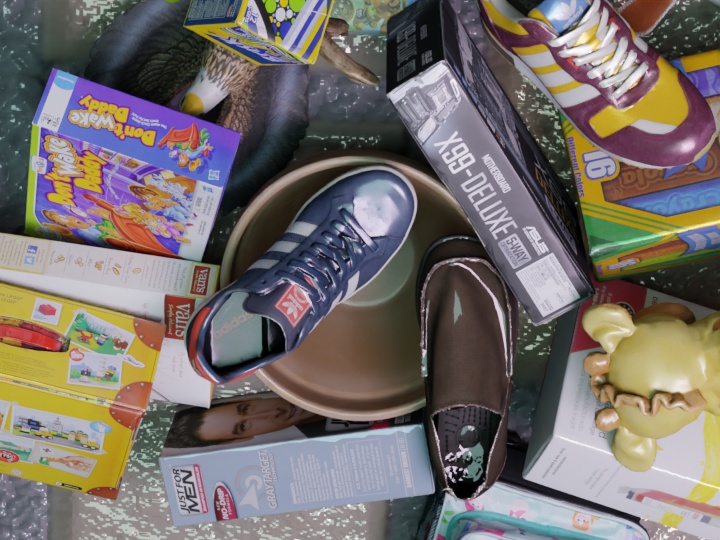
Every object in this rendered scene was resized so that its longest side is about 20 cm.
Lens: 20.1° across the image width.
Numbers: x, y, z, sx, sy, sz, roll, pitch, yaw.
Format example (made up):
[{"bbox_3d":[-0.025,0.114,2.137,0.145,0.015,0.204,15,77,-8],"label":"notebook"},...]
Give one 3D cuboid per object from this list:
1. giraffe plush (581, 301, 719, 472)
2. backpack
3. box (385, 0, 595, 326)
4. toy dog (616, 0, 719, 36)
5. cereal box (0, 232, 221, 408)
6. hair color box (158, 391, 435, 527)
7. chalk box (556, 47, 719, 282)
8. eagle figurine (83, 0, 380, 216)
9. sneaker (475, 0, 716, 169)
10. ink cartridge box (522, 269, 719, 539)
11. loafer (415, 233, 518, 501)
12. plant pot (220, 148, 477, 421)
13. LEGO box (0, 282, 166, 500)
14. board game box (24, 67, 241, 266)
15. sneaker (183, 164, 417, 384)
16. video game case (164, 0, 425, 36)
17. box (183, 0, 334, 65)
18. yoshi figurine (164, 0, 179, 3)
[{"bbox_3d":[0.238,0.067,1.371,0.161,0.200,0.174,-9,86,19],"label":"giraffe plush"},{"bbox_3d":[0.119,0.251,1.549,0.176,0.151,0.201,16,114,-4],"label":"backpack"},{"bbox_3d":[0.088,-0.080,1.412,0.050,0.158,0.200,-29,110,14],"label":"box"},{"bbox_3d":[0.180,-0.230,1.396,0.199,0.096,0.133,0,110,4],"label":"toy dog"},{"bbox_3d":[-0.204,0.036,1.509,0.199,0.040,0.144,9,143,1],"label":"cereal box"},{"bbox_3d":[-0.044,0.134,1.537,0.199,0.099,0.061,-9,109,6],"label":"hair color box"},{"bbox_3d":[0.246,-0.078,1.410,0.199,0.125,0.125,-12,78,9],"label":"chalk box"},{"bbox_3d":[-0.097,-0.142,1.432,0.150,0.200,0.152,-17,77,-31],"label":"eagle figurine"},{"bbox_3d":[0.147,-0.143,1.332,0.200,0.090,0.075,39,81,23],"label":"sneaker"},{"bbox_3d":[0.234,0.104,1.478,0.199,0.146,0.084,18,149,-4],"label":"ink cartridge box"},{"bbox_3d":[0.079,0.073,1.427,0.072,0.071,0.201,-5,110,3],"label":"loafer"},{"bbox_3d":[0.000,0.000,1.489,0.199,0.093,0.202,1,110,2],"label":"plant pot"},{"bbox_3d":[-0.255,0.082,1.479,0.199,0.078,0.149,15,146,-7],"label":"LEGO box"},{"bbox_3d":[-0.165,-0.060,1.435,0.134,0.200,0.045,19,67,-3],"label":"board game box"},{"bbox_3d":[-0.039,0.009,1.397,0.200,0.085,0.075,-43,102,9],"label":"sneaker"},{"bbox_3d":[-0.039,-0.241,1.448,0.199,0.018,0.144,4,109,3],"label":"video game case"},{"bbox_3d":[-0.043,-0.237,1.309,0.070,0.064,0.201,24,79,-38],"label":"box"},{"bbox_3d":[-0.115,-0.281,1.344,0.112,0.112,0.201,3,82,28],"label":"yoshi figurine"}]
